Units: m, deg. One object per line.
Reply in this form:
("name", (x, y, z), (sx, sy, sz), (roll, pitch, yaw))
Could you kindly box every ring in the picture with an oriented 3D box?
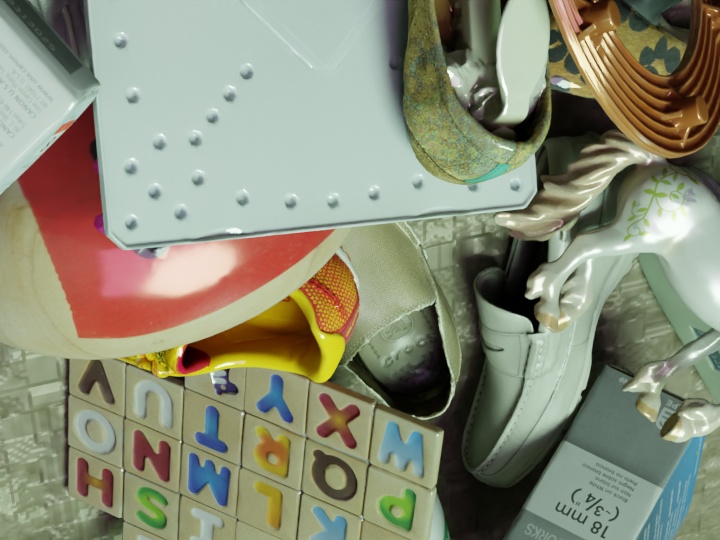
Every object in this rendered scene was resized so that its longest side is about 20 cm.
("ring", (0.119, -0.146, 0.881), (0.019, 0.201, 0.200), (-13, 138, 30))

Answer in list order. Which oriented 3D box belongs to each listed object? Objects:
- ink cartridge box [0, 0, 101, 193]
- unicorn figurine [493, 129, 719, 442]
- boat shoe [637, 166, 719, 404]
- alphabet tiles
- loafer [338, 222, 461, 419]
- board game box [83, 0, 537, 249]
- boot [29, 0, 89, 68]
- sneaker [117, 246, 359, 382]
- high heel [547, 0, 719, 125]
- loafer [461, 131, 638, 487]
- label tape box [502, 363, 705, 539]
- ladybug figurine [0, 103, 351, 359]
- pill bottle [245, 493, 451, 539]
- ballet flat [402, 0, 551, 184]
("ink cartridge box", (-0.223, -0.061, 0.794), (0.200, 0.050, 0.162), (-40, 97, 16))
("unicorn figurine", (0.170, 0.009, 1.002), (0.137, 0.074, 0.200), (-46, 114, 4))
("boat shoe", (0.203, 0.007, 1.112), (0.072, 0.070, 0.201), (-43, 131, -15))
("alphabet tiles", (-0.058, 0.106, 1.011), (0.008, 0.200, 0.167), (-45, 149, -48))
("loafer", (0.000, 0.000, 1.011), (0.076, 0.067, 0.200), (-36, 131, 5))
("board game box", (-0.024, -0.117, 0.857), (0.200, 0.026, 0.200), (-7, 94, -30))
("boot", (-0.145, -0.163, 0.838), (0.096, 0.074, 0.200), (-30, 128, -30))
("sneaker", (-0.101, 0.009, 0.942), (0.200, 0.077, 0.073), (3, 129, 7))
("high heel", (0.160, -0.066, 1.021), (0.142, 0.071, 0.200), (-28, 115, -8))
("loafer", (0.086, 0.020, 1.067), (0.070, 0.070, 0.200), (9, 113, -23))
("label tape box", (0.106, 0.168, 1.090), (0.200, 0.063, 0.144), (-57, 162, -23))
("ladybug figurine", (-0.087, -0.038, 0.897), (0.200, 0.136, 0.072), (-23, 155, -14))
("pill bottle", (-0.004, 0.163, 1.102), (0.113, 0.113, 0.200), (-22, 130, -6))
("ballet flat", (0.048, -0.135, 0.846), (0.071, 0.071, 0.200), (-3, 92, -21))
